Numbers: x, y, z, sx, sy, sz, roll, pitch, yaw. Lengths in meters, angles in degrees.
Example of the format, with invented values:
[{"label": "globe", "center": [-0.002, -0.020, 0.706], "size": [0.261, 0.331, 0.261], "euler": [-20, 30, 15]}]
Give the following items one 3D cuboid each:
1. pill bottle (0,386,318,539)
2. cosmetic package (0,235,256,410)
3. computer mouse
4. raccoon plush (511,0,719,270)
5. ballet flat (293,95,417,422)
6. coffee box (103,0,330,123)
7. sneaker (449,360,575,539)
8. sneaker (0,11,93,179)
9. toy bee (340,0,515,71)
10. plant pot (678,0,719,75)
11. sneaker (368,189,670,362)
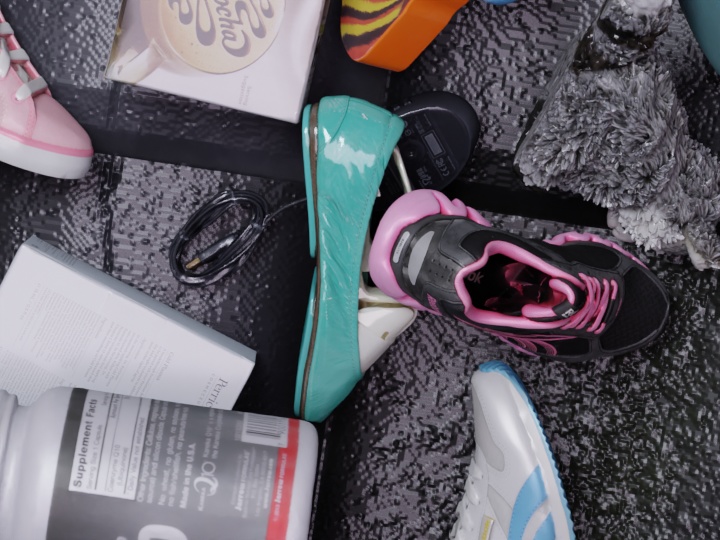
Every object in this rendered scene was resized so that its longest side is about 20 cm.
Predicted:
[{"label": "pill bottle", "center": [-0.129, 0.126, 1.408], "size": [0.199, 0.114, 0.114], "euler": [8, 97, -3]}, {"label": "cosmetic package", "center": [-0.171, 0.103, 1.485], "size": [0.150, 0.052, 0.200], "euler": [28, 96, -2]}, {"label": "computer mouse", "center": [-0.023, -0.048, 1.482], "size": [0.199, 0.034, 0.059], "euler": [-25, 114, 8]}, {"label": "raccoon plush", "center": [0.168, -0.074, 1.407], "size": [0.134, 0.200, 0.097], "euler": [28, 68, -3]}, {"label": "ballet flat", "center": [0.000, 0.000, 1.446], "size": [0.070, 0.067, 0.201], "euler": [4, 113, 5]}, {"label": "coffee box", "center": [-0.064, -0.193, 1.434], "size": [0.113, 0.080, 0.201], "euler": [14, 97, 0]}, {"label": "sneaker", "center": [0.083, 0.153, 1.481], "size": [0.080, 0.077, 0.201], "euler": [-10, 95, 3]}, {"label": "sneaker", "center": [-0.222, -0.137, 1.443], "size": [0.200, 0.075, 0.105], "euler": [31, 101, 0]}, {"label": "toy bee", "center": [0.063, -0.201, 1.423], "size": [0.199, 0.131, 0.109], "euler": [-24, 63, 19]}, {"label": "plant pot", "center": [0.257, -0.174, 1.386], "size": [0.200, 0.201, 0.162], "euler": [-13, 107, 1]}, {"label": "sneaker", "center": [0.104, 0.014, 1.425], "size": [0.199, 0.095, 0.079], "euler": [12, 97, -34]}]
